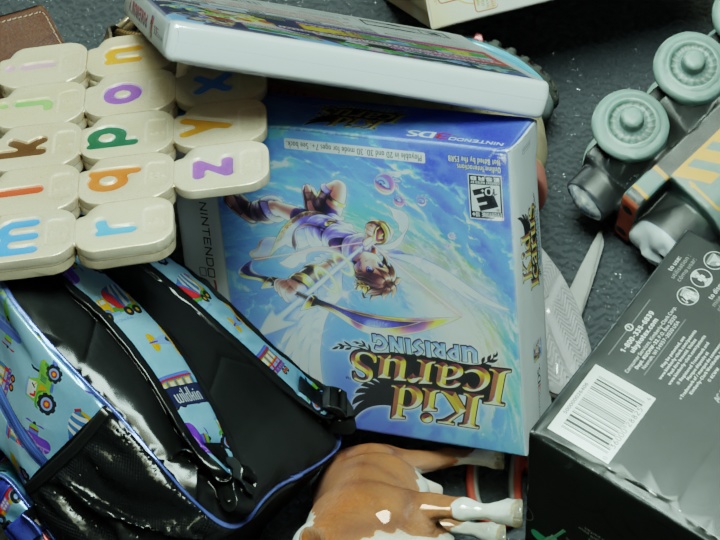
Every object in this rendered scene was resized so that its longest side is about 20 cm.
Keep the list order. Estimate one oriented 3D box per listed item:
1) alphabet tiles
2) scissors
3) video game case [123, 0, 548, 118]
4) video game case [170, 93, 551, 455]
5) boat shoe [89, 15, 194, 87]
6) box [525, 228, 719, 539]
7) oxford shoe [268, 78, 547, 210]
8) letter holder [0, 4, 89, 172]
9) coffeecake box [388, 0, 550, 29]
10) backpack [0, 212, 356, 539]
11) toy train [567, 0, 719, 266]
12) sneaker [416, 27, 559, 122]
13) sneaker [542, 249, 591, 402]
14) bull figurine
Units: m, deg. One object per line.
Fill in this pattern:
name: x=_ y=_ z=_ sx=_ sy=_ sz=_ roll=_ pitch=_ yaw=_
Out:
alphabet tiles: x=-0.143 y=-0.062 z=1.222 sx=0.194 sy=0.015 sz=0.201 roll=-7 pitch=37 yaw=1
scissors: x=0.102 y=0.058 z=1.351 sx=0.073 sy=0.014 sz=0.201 roll=3 pitch=59 yaw=6
video game case: x=-0.018 y=-0.119 z=1.260 sx=0.199 sy=0.023 sz=0.182 roll=8 pitch=11 yaw=-14
video game case: x=0.000 y=0.000 z=1.270 sx=0.199 sy=0.182 sz=0.045 roll=7 pitch=31 yaw=23
boat shoe: x=-0.136 y=-0.117 z=1.437 sx=0.072 sy=0.073 sz=0.201 roll=17 pitch=60 yaw=12
box: x=0.172 y=0.110 z=1.205 sx=0.124 sy=0.200 sz=0.149 roll=31 pitch=64 yaw=21
oxford shoe: x=0.013 y=-0.085 z=1.365 sx=0.199 sy=0.071 sz=0.075 roll=17 pitch=50 yaw=-9
letter holder: x=-0.240 y=-0.042 z=1.309 sx=0.199 sy=0.101 sz=0.143 roll=-21 pitch=72 yaw=-36
coffeecake box: x=0.115 y=-0.214 z=1.445 sx=0.199 sy=0.074 sz=0.154 roll=-14 pitch=16 yaw=-7
backpack: x=-0.129 y=0.069 z=1.231 sx=0.200 sy=0.135 sz=0.182 roll=45 pitch=24 yaw=6
toy train: x=0.217 y=-0.085 z=1.398 sx=0.200 sy=0.085 sz=0.114 roll=-42 pitch=74 yaw=-16
sneaker: x=0.019 y=-0.096 z=1.432 sx=0.199 sy=0.079 sz=0.096 roll=7 pitch=82 yaw=3
sneaker: x=0.036 y=0.011 z=1.346 sx=0.200 sy=0.112 sz=0.078 roll=45 pitch=49 yaw=-3
bull figurine: x=0.020 y=0.133 z=1.223 sx=0.121 sy=0.066 sz=0.200 roll=0 pitch=14 yaw=-1
